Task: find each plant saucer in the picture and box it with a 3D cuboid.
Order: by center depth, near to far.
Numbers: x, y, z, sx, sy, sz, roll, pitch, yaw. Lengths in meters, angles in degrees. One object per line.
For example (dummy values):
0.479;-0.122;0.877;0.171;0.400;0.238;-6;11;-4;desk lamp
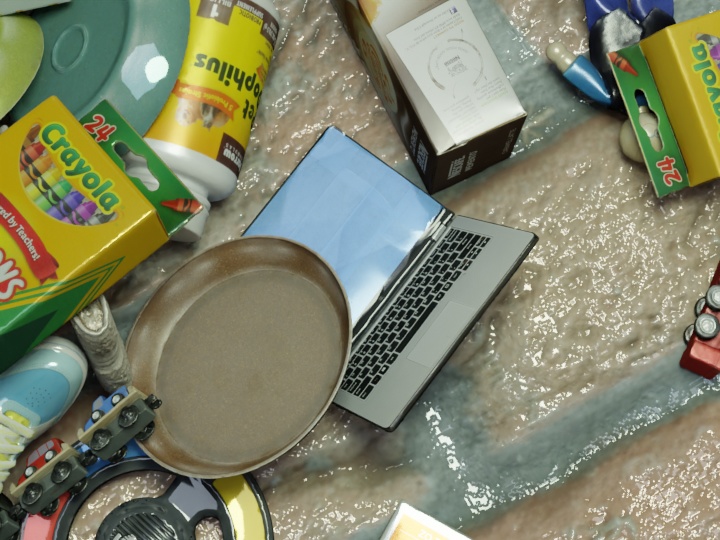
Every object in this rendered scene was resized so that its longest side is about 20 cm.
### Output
-0.092;0.069;1.254;0.200;0.032;0.201;-12;59;21;plant saucer
-0.345;-0.152;1.288;0.200;0.031;0.200;-14;43;14;plant saucer
-0.218;-0.169;1.288;0.200;0.036;0.200;-18;60;34;plant saucer

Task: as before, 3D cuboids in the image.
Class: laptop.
0.000;0.000;1.274;0.116;0.200;0.187;42;79;-25;laptop

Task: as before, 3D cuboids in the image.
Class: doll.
0.219;-0.187;1.341;0.136;0.048;0.201;-6;83;-12;doll

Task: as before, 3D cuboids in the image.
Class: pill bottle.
-0.138;-0.129;1.302;0.109;0.109;0.200;14;78;3;pill bottle

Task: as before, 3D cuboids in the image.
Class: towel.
-0.226;-0.008;1.247;0.034;0.133;0.200;-26;67;-10;towel

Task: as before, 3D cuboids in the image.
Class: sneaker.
-0.274;0.143;1.199;0.200;0.131;0.079;-40;123;24;sneaker

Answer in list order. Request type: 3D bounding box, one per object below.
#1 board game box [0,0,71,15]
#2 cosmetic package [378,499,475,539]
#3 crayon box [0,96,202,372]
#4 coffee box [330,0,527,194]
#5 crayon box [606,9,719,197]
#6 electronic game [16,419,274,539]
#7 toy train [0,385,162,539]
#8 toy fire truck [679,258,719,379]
-0.296;-0.307;1.304;0.103;0.105;0.200;-12;50;-3;board game box
0.025;0.285;1.229;0.101;0.071;0.200;28;79;5;cosmetic package
-0.228;-0.032;1.149;0.200;0.051;0.127;-40;68;-11;crayon box
0.049;-0.177;1.312;0.080;0.114;0.200;-25;78;-6;coffee box
0.308;-0.147;1.303;0.200;0.051;0.127;-21;90;-20;crayon box
-0.166;0.215;1.259;0.199;0.042;0.201;0;78;0;electronic game
-0.233;0.153;1.243;0.200;0.034;0.046;-39;48;4;toy train
0.332;0.056;1.294;0.141;0.049;0.200;23;77;4;toy fire truck
